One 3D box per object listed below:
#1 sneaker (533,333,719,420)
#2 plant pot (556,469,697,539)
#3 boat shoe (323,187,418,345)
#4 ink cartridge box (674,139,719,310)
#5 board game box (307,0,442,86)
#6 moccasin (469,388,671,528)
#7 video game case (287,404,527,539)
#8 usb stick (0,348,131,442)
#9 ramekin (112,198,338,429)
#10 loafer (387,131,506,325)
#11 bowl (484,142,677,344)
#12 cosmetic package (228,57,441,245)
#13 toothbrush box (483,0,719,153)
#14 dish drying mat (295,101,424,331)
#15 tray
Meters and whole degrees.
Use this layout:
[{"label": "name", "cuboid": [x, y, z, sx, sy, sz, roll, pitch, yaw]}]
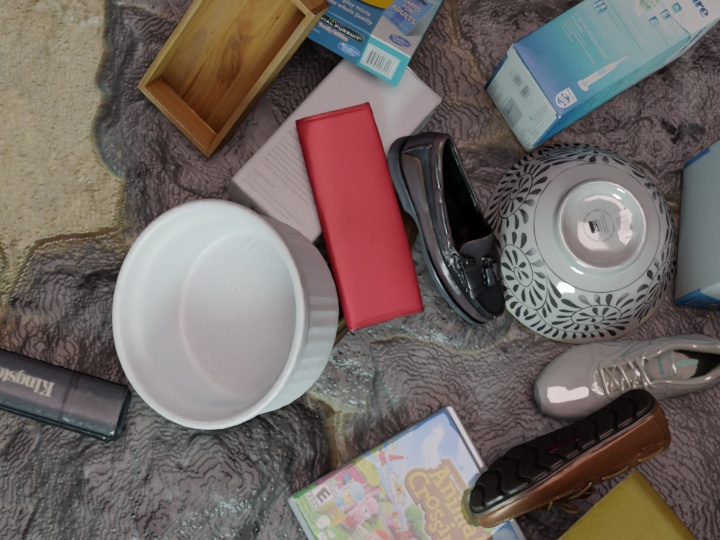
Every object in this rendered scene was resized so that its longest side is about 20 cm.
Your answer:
[{"label": "sneaker", "cuboid": [0.262, 0.094, 1.482, 0.198, 0.080, 0.071, -13, 84, -6]}, {"label": "plant pot", "cuboid": [0.245, 0.335, 1.344, 0.194, 0.196, 0.200, -40, 58, -10]}, {"label": "boat shoe", "cuboid": [0.000, 0.000, 1.474, 0.072, 0.068, 0.201, 31, 79, 0]}, {"label": "ink cartridge box", "cuboid": [0.421, -0.036, 1.481, 0.198, 0.147, 0.147, 8, 79, -8]}, {"label": "board game box", "cuboid": [0.012, -0.289, 1.491, 0.150, 0.047, 0.201, 29, 53, -1]}, {"label": "moccasin", "cuboid": [0.195, 0.185, 1.443, 0.200, 0.074, 0.078, -30, 118, -7]}, {"label": "video game case", "cuboid": [0.056, 0.257, 1.462, 0.181, 0.022, 0.201, -28, 85, -10]}, {"label": "usb stick", "cuboid": [-0.310, 0.107, 1.442, 0.198, 0.033, 0.056, 17, 80, -3]}, {"label": "ramekin", "cuboid": [-0.116, 0.039, 1.404, 0.199, 0.098, 0.202, -1, 88, 26]}, {"label": "loafer", "cuboid": [0.092, -0.038, 1.457, 0.072, 0.063, 0.201, -45, 114, -45]}, {"label": "bowl", "cuboid": [0.220, -0.034, 1.490, 0.199, 0.094, 0.203, 1, 82, -6]}, {"label": "cosmetic package", "cuboid": [-0.025, -0.117, 1.490, 0.102, 0.074, 0.200, 43, 77, 2]}, {"label": "toothbrush box", "cuboid": [0.232, -0.212, 1.493, 0.199, 0.146, 0.086, -31, 85, -9]}, {"label": "dish drying mat", "cuboid": [-0.001, -0.050, 1.438, 0.076, 0.018, 0.202, -14, 88, -14]}, {"label": "tray", "cuboid": [-0.120, -0.207, 1.443, 0.099, 0.200, 0.037, 44, 39, 2]}]
